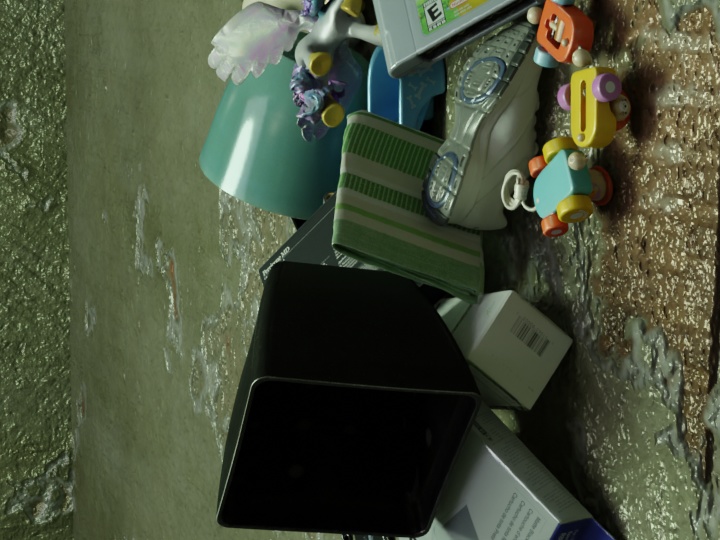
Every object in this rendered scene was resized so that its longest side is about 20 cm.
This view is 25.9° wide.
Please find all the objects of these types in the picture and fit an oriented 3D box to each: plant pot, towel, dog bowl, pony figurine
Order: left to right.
[{"bbox_3d":[-0.069,-0.174,1.768,0.201,0.198,0.162,55,134,53],"label":"plant pot"},{"bbox_3d":[-0.041,-0.225,1.590,0.194,0.166,0.200,-51,26,16],"label":"pony figurine"},{"bbox_3d":[-0.020,0.104,1.408,0.179,0.197,0.201,-97,18,-45],"label":"plant pot"},{"bbox_3d":[0.046,-0.152,1.663,0.111,0.049,0.203,-165,74,-67],"label":"dog bowl"},{"bbox_3d":[0.048,-0.065,1.463,0.201,0.151,0.023,-85,21,-46],"label":"towel"}]

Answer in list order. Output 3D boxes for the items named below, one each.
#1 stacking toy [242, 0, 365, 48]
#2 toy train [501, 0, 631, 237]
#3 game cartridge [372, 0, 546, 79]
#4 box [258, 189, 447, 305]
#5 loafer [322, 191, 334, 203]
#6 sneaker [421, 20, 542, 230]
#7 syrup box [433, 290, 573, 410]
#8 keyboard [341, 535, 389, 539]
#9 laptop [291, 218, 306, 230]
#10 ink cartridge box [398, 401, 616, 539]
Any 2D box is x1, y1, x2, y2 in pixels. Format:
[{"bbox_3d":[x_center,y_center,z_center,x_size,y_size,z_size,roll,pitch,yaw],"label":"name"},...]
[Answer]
[{"bbox_3d":[-0.053,-0.365,1.833,0.146,0.145,0.202,138,145,-63],"label":"stacking toy"},{"bbox_3d":[0.181,-0.132,1.326,0.150,0.055,0.202,-129,44,-58],"label":"toy train"},{"bbox_3d":[0.093,-0.275,1.422,0.199,0.040,0.135,-26,62,32],"label":"game cartridge"},{"bbox_3d":[0.000,0.000,1.549,0.200,0.078,0.142,-43,49,28],"label":"box"},{"bbox_3d":[0.026,-0.026,1.630,0.199,0.073,0.073,19,141,43],"label":"loafer"},{"bbox_3d":[0.127,-0.130,1.433,0.074,0.086,0.202,41,111,56],"label":"sneaker"},{"bbox_3d":[0.106,0.076,1.462,0.082,0.079,0.200,-55,15,-15],"label":"syrup box"},{"bbox_3d":[0.011,0.335,1.855,0.127,0.020,0.202,-46,49,54],"label":"keyboard"},{"bbox_3d":[-0.068,-0.019,1.895,0.178,0.102,0.202,-116,31,-45],"label":"laptop"},{"bbox_3d":[0.131,0.250,1.415,0.200,0.040,0.201,44,138,27],"label":"ink cartridge box"}]
